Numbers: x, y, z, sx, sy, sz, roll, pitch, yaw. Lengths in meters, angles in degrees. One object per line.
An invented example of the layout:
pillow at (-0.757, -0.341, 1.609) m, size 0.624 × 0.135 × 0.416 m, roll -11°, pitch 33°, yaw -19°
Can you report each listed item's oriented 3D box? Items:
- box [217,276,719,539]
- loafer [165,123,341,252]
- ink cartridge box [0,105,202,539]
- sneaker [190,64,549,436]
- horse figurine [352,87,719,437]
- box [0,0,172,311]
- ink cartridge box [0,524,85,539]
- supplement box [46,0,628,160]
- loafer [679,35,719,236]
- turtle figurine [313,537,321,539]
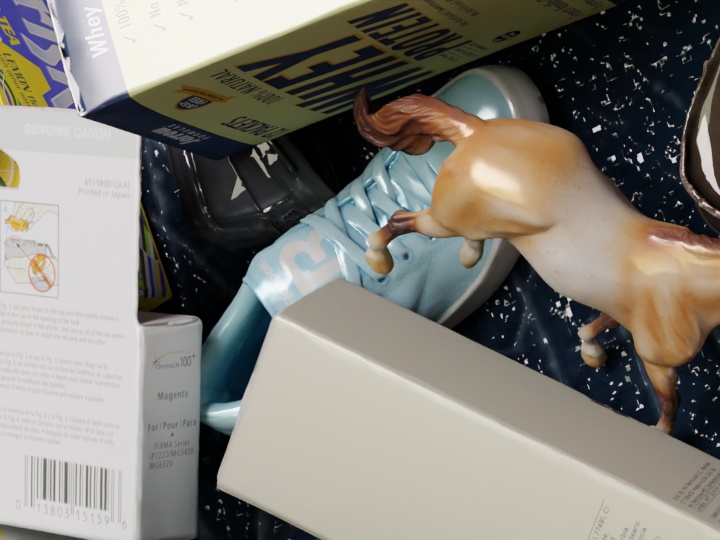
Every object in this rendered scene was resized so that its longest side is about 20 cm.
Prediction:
box at (0.053, 0.083, 1.138) m, size 0.199 × 0.068 × 0.083 m, roll 27°, pitch 112°, yaw 15°
loafer at (-0.057, -0.109, 1.262) m, size 0.070 × 0.068 × 0.202 m, roll -20°, pitch 81°, yaw 25°
ink cartridge box at (-0.151, 0.017, 1.263) m, size 0.199 × 0.043 × 0.175 m, roll 6°, pitch 95°, yaw 39°
sneaker at (0.000, 0.000, 1.206) m, size 0.074 × 0.082 × 0.200 m, roll 48°, pitch 119°, yaw 25°
horse figurine at (0.077, -0.008, 1.118) m, size 0.200 × 0.050 × 0.133 m, roll 36°, pitch 149°, yaw 2°
box at (-0.156, -0.066, 1.334) m, size 0.064 × 0.070 × 0.201 m, roll -30°, pitch 73°, yaw 36°
ink cartridge box at (-0.150, 0.182, 1.259) m, size 0.145 × 0.199 × 0.084 m, roll 51°, pitch 123°, yaw 25°
supplement box at (-0.020, -0.174, 1.147) m, size 0.199 × 0.134 × 0.201 m, roll -20°, pitch 78°, yaw 17°
loafer at (0.164, -0.100, 1.078) m, size 0.073 × 0.071 × 0.201 m, roll 38°, pitch 114°, yaw 31°
turtle figurine at (0.022, 0.206, 1.190) m, size 0.150 × 0.100 × 0.201 m, roll -129°, pitch 26°, yaw -77°
